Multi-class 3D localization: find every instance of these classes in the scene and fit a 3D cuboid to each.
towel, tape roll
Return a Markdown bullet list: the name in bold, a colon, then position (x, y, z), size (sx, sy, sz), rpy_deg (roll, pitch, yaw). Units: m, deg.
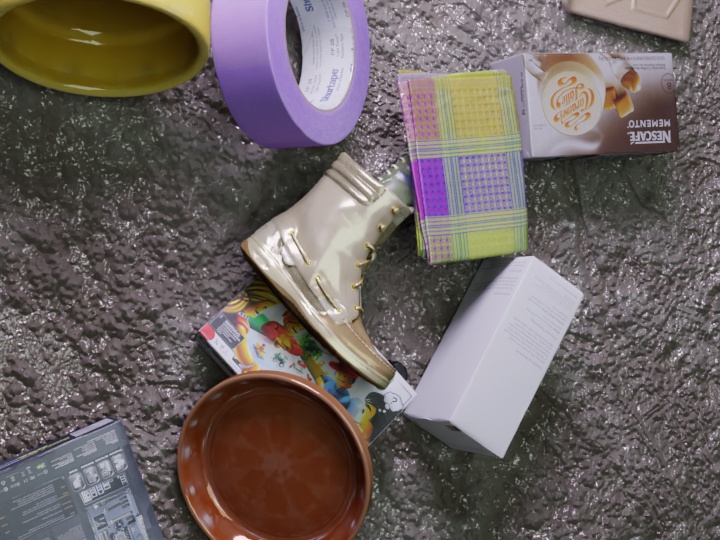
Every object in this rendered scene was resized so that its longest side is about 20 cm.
- **towel**: position (0.109, -0.112, 1.362), size (0.142, 0.023, 0.203), rpy_deg (-7, 89, -29)
- **tape roll**: position (-0.064, -0.221, 1.271), size (0.199, 0.065, 0.203), rpy_deg (0, 90, -61)

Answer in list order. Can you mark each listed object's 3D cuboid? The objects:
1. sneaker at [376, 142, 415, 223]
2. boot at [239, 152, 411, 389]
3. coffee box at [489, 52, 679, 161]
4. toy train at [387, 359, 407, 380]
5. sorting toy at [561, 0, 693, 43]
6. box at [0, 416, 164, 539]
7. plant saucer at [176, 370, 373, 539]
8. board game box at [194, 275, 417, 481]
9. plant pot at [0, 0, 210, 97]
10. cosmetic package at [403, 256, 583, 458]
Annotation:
- **sneaker**: position (0.055, -0.100, 1.384), size (0.198, 0.067, 0.091), rpy_deg (-10, 85, -24)
- **boot**: position (0.000, 0.000, 1.281), size (0.155, 0.073, 0.200), rpy_deg (-43, 82, -8)
- **coffee box**: position (0.251, -0.181, 1.463), size (0.197, 0.080, 0.116), rpy_deg (-4, 90, -24)
- **toy train**: position (-0.030, 0.154, 1.343), size (0.199, 0.046, 0.034), rpy_deg (-34, 102, -21)
- **sorting toy**: position (0.315, -0.374, 1.527), size (0.198, 0.036, 0.188), rpy_deg (9, 85, -29)
- **box**: position (-0.291, 0.248, 1.218), size (0.198, 0.051, 0.160), rpy_deg (-23, 98, -24)
- **plant saucer**: position (-0.082, 0.193, 1.268), size (0.197, 0.032, 0.203), rpy_deg (4, 105, 15)
- **board game box**: position (-0.054, 0.096, 1.310), size (0.200, 0.035, 0.126), rpy_deg (47, 68, 1)
- **plant pot**: position (-0.235, -0.286, 1.193), size (0.198, 0.201, 0.192), rpy_deg (7, 70, -24)
- **cosmetic package**: position (0.140, 0.090, 1.389), size (0.081, 0.113, 0.202), rpy_deg (33, 77, -20)
